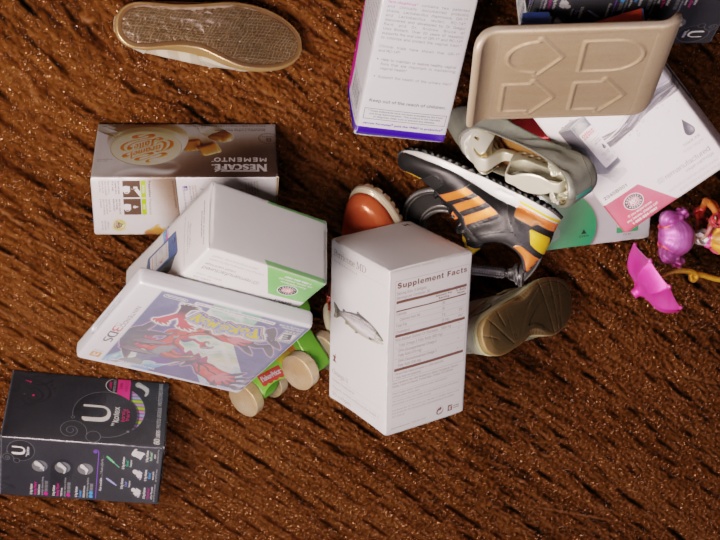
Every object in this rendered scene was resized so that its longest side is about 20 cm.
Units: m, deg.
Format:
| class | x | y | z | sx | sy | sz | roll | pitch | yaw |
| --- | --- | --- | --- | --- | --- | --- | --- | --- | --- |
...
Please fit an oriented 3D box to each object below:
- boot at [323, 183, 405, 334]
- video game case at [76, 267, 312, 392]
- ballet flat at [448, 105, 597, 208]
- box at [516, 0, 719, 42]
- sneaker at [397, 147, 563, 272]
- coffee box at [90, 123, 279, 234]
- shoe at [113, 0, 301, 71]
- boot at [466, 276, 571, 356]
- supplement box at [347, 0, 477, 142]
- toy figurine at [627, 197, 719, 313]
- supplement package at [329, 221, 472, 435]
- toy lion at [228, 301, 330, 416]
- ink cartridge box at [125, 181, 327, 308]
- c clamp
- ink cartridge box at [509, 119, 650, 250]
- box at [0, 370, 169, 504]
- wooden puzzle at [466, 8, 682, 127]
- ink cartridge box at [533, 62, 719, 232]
| class | x | y | z | sx | sy | sz | roll | pitch | yaw |
| --- | --- | --- | --- | --- | --- | --- | --- | --- | --- |
| boot | 0.000 | 0.000 | 1.603 | 0.075 | 0.107 | 0.201 | 18 | 129 | 26 |
| video game case | -0.180 | 0.069 | 1.483 | 0.199 | 0.023 | 0.182 | 15 | 145 | -27 |
| ballet flat | 0.160 | -0.124 | 1.489 | 0.200 | 0.064 | 0.068 | 26 | 141 | 31 |
| box | 0.259 | -0.302 | 1.370 | 0.199 | 0.123 | 0.106 | -1 | 159 | -3 |
| sneaker | 0.121 | -0.068 | 1.544 | 0.199 | 0.070 | 0.090 | 25 | 98 | 9 |
| coffee box | -0.190 | -0.101 | 1.513 | 0.199 | 0.115 | 0.080 | 0 | 128 | -5 |
| shoe | -0.161 | -0.250 | 1.449 | 0.199 | 0.053 | 0.070 | 7 | 94 | -15 |
| boot | 0.152 | 0.058 | 1.681 | 0.154 | 0.200 | 0.072 | -6 | 100 | 43 |
| supplement box | 0.054 | -0.248 | 1.433 | 0.103 | 0.101 | 0.201 | 4 | 127 | -9 |
| toy figurine | 0.402 | -0.021 | 1.603 | 0.183 | 0.150 | 0.201 | 0 | 105 | -16 |
| supplement package | 0.043 | 0.062 | 1.548 | 0.117 | 0.117 | 0.201 | -13 | 116 | -32 |
| toy lion | -0.123 | 0.060 | 1.639 | 0.200 | 0.069 | 0.192 | -31 | 94 | 49 |
| ink cartridge box | -0.148 | 0.006 | 1.487 | 0.145 | 0.088 | 0.200 | 18 | 145 | -30 |
| c clamp | 0.124 | -0.024 | 1.629 | 0.199 | 0.027 | 0.172 | 3 | 121 | 17 |
| ink cartridge box | 0.254 | -0.118 | 1.585 | 0.160 | 0.050 | 0.201 | -7 | 129 | 0 |
| box | -0.345 | 0.209 | 1.726 | 0.199 | 0.122 | 0.106 | 5 | 127 | -9 |
| wooden puzzle | 0.205 | -0.206 | 1.366 | 0.199 | 0.047 | 0.185 | -6 | 160 | -1 |
| ink cartridge box | 0.286 | -0.165 | 1.503 | 0.145 | 0.085 | 0.200 | -36 | 107 | 19 |
